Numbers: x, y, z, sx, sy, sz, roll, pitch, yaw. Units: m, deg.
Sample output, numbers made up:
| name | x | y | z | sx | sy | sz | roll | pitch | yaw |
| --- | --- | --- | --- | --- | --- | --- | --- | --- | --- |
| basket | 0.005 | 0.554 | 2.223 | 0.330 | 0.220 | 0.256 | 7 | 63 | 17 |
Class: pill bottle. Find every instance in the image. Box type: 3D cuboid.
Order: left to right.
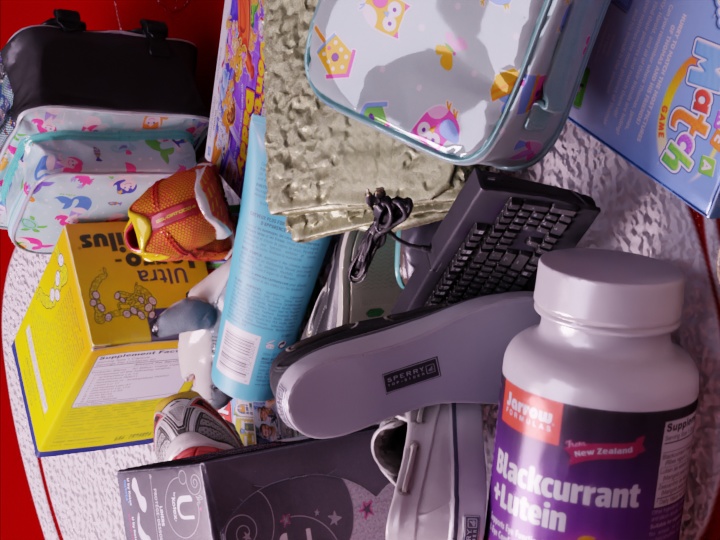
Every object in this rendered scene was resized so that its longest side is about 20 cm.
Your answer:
| name | x | y | z | sx | sy | sz | roll | pitch | yaw |
| --- | --- | --- | --- | --- | --- | --- | --- | --- | --- |
| pill bottle | 0.131 | 0.094 | 0.966 | 0.111 | 0.111 | 0.201 | 21 | 111 | 49 |

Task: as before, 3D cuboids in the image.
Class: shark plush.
| name | x | y | z | sx | sy | sz | roll | pitch | yaw |
| --- | --- | --- | --- | --- | --- | --- | --- | --- | --- |
| shark plush | -0.057 | 0.015 | 1.229 | 0.200 | 0.091 | 0.083 | -38 | 93 | 9 |

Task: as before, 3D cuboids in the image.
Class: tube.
| name | x | y | z | sx | sy | sz | roll | pitch | yaw |
| --- | --- | --- | --- | --- | --- | --- | --- | --- | --- |
| tube | -0.057 | -0.006 | 1.150 | 0.050 | 0.077 | 0.200 | -85 | 10 | -61 |

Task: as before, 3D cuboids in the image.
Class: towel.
| name | x | y | z | sx | sy | sz | roll | pitch | yaw |
| --- | --- | --- | --- | --- | --- | --- | --- | --- | --- |
| towel | 0.006 | -0.122 | 1.057 | 0.148 | 0.036 | 0.201 | -6 | 85 | 25 |

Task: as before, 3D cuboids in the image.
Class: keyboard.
| name | x | y | z | sx | sy | sz | roll | pitch | yaw |
| --- | --- | --- | --- | --- | --- | --- | --- | --- | --- |
| keyboard | 0.053 | -0.005 | 1.009 | 0.200 | 0.127 | 0.021 | 116 | 164 | -61 |

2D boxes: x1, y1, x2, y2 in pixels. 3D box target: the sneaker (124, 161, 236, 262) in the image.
| name | x | y | z | sx | sy | sz | roll | pitch | yaw |
| --- | --- | --- | --- | --- | --- | --- | --- | --- | --- |
| sneaker | -0.130 | -0.039 | 1.215 | 0.200 | 0.077 | 0.073 | 79 | 173 | -85 |

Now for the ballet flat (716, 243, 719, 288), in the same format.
| name | x | y | z | sx | sy | sz | roll | pitch | yaw |
| --- | --- | --- | --- | --- | --- | --- | --- | --- | --- |
| ballet flat | 0.215 | -0.039 | 0.874 | 0.070 | 0.065 | 0.201 | 24 | 115 | 37 |

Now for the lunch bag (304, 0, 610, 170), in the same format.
| name | x | y | z | sx | sy | sz | roll | pitch | yaw |
| --- | --- | --- | --- | --- | --- | --- | --- | --- | --- |
| lunch bag | 0.064 | -0.158 | 0.955 | 0.160 | 0.077 | 0.201 | 27 | 105 | 29 |

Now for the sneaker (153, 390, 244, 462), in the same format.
| name | x | y | z | sx | sy | sz | roll | pitch | yaw |
| --- | --- | --- | --- | --- | --- | --- | --- | --- | --- |
| sneaker | -0.106 | 0.150 | 1.269 | 0.200 | 0.078 | 0.082 | 80 | 171 | -62 |

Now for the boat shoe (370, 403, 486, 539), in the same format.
| name | x | y | z | sx | sy | sz | roll | pitch | yaw |
| --- | --- | --- | --- | --- | --- | --- | --- | --- | --- |
| boat shoe | 0.039 | 0.107 | 1.054 | 0.200 | 0.065 | 0.072 | -90 | 5 | -57 |

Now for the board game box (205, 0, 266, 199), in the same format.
| name | x | y | z | sx | sy | sz | roll | pitch | yaw |
| --- | --- | --- | --- | --- | --- | --- | --- | --- | --- |
| board game box | -0.061 | -0.155 | 1.209 | 0.134 | 0.045 | 0.201 | -134 | 49 | -61 |

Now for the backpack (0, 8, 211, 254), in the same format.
| name | x | y | z | sx | sy | sz | roll | pitch | yaw |
| --- | --- | --- | --- | --- | --- | --- | --- | --- | --- |
| backpack | -0.222 | -0.094 | 1.352 | 0.200 | 0.177 | 0.151 | -35 | 61 | 53 |

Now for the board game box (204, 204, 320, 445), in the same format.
| name | x | y | z | sx | sy | sz | roll | pitch | yaw |
| --- | --- | --- | --- | --- | --- | --- | --- | --- | --- |
| board game box | -0.077 | 0.049 | 1.302 | 0.134 | 0.029 | 0.201 | -1 | 94 | 52 |

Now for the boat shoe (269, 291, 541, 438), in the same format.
| name | x | y | z | sx | sy | sz | roll | pitch | yaw |
| --- | --- | --- | --- | --- | --- | --- | --- | --- | --- |
| boat shoe | 0.041 | 0.048 | 1.022 | 0.057 | 0.199 | 0.069 | -134 | 36 | -63 |

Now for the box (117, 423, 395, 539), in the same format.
| name | x | y | z | sx | sy | sz | roll | pitch | yaw |
| --- | --- | --- | --- | --- | --- | --- | --- | --- | --- |
| box | -0.041 | 0.177 | 1.129 | 0.115 | 0.200 | 0.133 | -15 | 83 | 53 |

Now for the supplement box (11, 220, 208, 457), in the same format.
| name | x | y | z | sx | sy | sz | roll | pitch | yaw |
| --- | --- | --- | --- | --- | --- | --- | --- | --- | --- |
| supplement box | -0.199 | 0.056 | 1.365 | 0.200 | 0.109 | 0.110 | -53 | 48 | 52 |

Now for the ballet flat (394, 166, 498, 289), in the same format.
| name | x | y | z | sx | sy | sz | roll | pitch | yaw |
| --- | --- | --- | --- | --- | --- | --- | --- | --- | --- |
| ballet flat | 0.056 | -0.083 | 1.088 | 0.073 | 0.073 | 0.201 | -10 | 80 | 53 |

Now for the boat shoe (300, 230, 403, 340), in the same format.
| name | x | y | z | sx | sy | sz | roll | pitch | yaw |
| --- | --- | --- | --- | --- | --- | --- | --- | --- | --- |
| boat shoe | 0.000 | 0.000 | 1.151 | 0.068 | 0.072 | 0.201 | 30 | 111 | 52 |

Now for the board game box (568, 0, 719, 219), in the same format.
| name | x | y | z | sx | sy | sz | roll | pitch | yaw |
| --- | --- | --- | --- | --- | --- | --- | --- | --- | --- |
| board game box | 0.162 | -0.143 | 0.955 | 0.200 | 0.037 | 0.152 | 43 | 126 | 42 |
